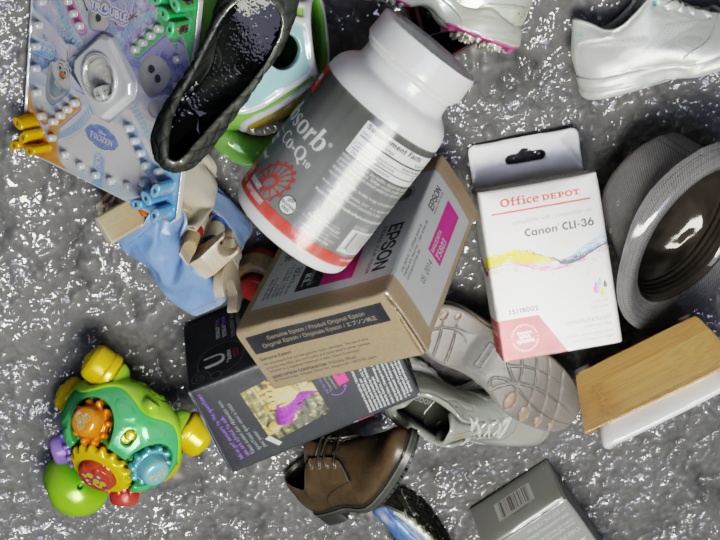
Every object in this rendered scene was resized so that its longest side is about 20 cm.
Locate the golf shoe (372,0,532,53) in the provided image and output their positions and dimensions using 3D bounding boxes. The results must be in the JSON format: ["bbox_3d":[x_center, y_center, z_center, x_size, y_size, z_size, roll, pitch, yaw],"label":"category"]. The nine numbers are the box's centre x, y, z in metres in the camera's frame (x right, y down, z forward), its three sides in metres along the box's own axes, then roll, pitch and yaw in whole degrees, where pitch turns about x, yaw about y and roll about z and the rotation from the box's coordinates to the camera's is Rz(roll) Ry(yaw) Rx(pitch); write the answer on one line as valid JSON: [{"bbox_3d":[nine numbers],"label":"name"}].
[{"bbox_3d":[0.054,-0.252,1.287,0.198,0.075,0.092,21,97,-20],"label":"golf shoe"}]

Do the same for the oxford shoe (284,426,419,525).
[{"bbox_3d":[-0.014,0.195,1.542,0.084,0.073,0.200,35,140,-16],"label":"oxford shoe"}]

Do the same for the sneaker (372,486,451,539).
[{"bbox_3d":[0.061,0.314,1.651,0.089,0.079,0.201,-31,117,5],"label":"sneaker"}]

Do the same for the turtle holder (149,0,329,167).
[{"bbox_3d":[-0.096,-0.175,1.328,0.130,0.141,0.188,-3,89,11],"label":"turtle holder"}]

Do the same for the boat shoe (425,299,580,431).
[{"bbox_3d":[0.137,0.084,1.548,0.199,0.073,0.075,37,101,-16],"label":"boat shoe"}]

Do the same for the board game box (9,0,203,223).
[{"bbox_3d":[-0.221,-0.163,1.318,0.026,0.199,0.202,-21,128,-48],"label":"board game box"}]

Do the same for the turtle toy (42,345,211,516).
[{"bbox_3d":[-0.243,0.172,1.505,0.145,0.102,0.200,37,139,-10],"label":"turtle toy"}]

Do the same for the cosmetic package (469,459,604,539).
[{"bbox_3d":[0.214,0.314,1.669,0.106,0.090,0.201,-35,113,7],"label":"cosmetic package"}]

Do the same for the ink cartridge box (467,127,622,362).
[{"bbox_3d":[0.170,-0.026,1.461,0.115,0.068,0.203,-10,95,0],"label":"ink cartridge box"}]

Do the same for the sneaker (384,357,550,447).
[{"bbox_3d":[0.104,0.152,1.566,0.198,0.092,0.076,14,114,-16],"label":"sneaker"}]

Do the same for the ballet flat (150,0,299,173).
[{"bbox_3d":[-0.101,-0.164,1.236,0.066,0.057,0.201,28,94,-18],"label":"ballet flat"}]

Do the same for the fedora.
[{"bbox_3d":[0.287,-0.051,1.474,0.176,0.090,0.201,-29,141,-21],"label":"fedora"}]

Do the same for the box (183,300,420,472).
[{"bbox_3d":[-0.058,0.087,1.492,0.198,0.123,0.107,-22,120,4],"label":"box"}]

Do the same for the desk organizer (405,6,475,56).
[{"bbox_3d":[0.062,-0.283,1.347,0.071,0.077,0.202,-17,118,1],"label":"desk organizer"}]

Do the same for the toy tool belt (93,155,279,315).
[{"bbox_3d":[-0.155,-0.014,1.420,0.124,0.124,0.200,-26,121,35],"label":"toy tool belt"}]

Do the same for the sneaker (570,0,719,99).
[{"bbox_3d":[0.288,-0.222,1.420,0.198,0.075,0.089,-16,106,1],"label":"sneaker"}]

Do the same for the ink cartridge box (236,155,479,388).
[{"bbox_3d":[0.000,0.000,1.386,0.163,0.201,0.075,-17,121,31],"label":"ink cartridge box"}]

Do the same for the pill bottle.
[{"bbox_3d":[-0.003,-0.107,1.288,0.115,0.116,0.201,33,105,-22],"label":"pill bottle"}]

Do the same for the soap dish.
[{"bbox_3d":[0.284,0.109,1.524,0.156,0.200,0.082,-27,81,6],"label":"soap dish"}]
